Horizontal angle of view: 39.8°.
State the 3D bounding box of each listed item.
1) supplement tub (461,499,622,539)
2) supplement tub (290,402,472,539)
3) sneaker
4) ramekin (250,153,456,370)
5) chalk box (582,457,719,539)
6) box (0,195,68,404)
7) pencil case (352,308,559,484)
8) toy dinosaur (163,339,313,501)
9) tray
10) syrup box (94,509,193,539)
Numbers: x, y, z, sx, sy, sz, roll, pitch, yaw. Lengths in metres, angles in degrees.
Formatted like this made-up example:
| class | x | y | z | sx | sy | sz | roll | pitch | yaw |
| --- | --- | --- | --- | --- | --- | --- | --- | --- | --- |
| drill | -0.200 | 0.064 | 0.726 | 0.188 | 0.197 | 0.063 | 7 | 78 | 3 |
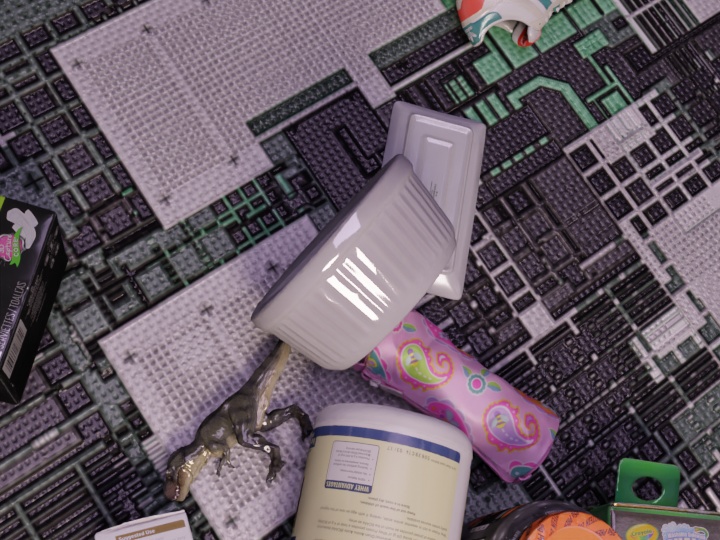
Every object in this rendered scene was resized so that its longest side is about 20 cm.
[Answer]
| class | x | y | z | sx | sy | sz | roll | pitch | yaw |
| --- | --- | --- | --- | --- | --- | --- | --- | --- | --- |
| supplement tub | 0.143 | 0.259 | 0.831 | 0.120 | 0.200 | 0.125 | 4 | 71 | -11 |
| supplement tub | 0.013 | 0.228 | 0.844 | 0.143 | 0.145 | 0.203 | 14 | 70 | -7 |
| sneaker | 0.195 | -0.298 | 1.103 | 0.197 | 0.070 | 0.095 | -13 | 93 | -17 |
| ramekin | 0.000 | 0.000 | 0.893 | 0.094 | 0.202 | 0.203 | 43 | 69 | -5 |
| chalk box | 0.255 | 0.275 | 0.892 | 0.122 | 0.124 | 0.203 | 8 | 70 | -8 |
| box | -0.371 | 0.009 | 0.845 | 0.197 | 0.124 | 0.151 | 16 | 68 | -5 |
| pencil case | 0.088 | 0.114 | 0.928 | 0.199 | 0.088 | 0.088 | 36 | 69 | 1 |
| toy dinosaur | -0.094 | 0.138 | 0.906 | 0.088 | 0.048 | 0.201 | 35 | 66 | 8 |
| tray | 0.070 | -0.078 | 1.020 | 0.106 | 0.022 | 0.203 | 13 | 70 | -6 |
| syrup box | -0.153 | 0.303 | 0.784 | 0.080 | 0.079 | 0.202 | -10 | 54 | -21 |
